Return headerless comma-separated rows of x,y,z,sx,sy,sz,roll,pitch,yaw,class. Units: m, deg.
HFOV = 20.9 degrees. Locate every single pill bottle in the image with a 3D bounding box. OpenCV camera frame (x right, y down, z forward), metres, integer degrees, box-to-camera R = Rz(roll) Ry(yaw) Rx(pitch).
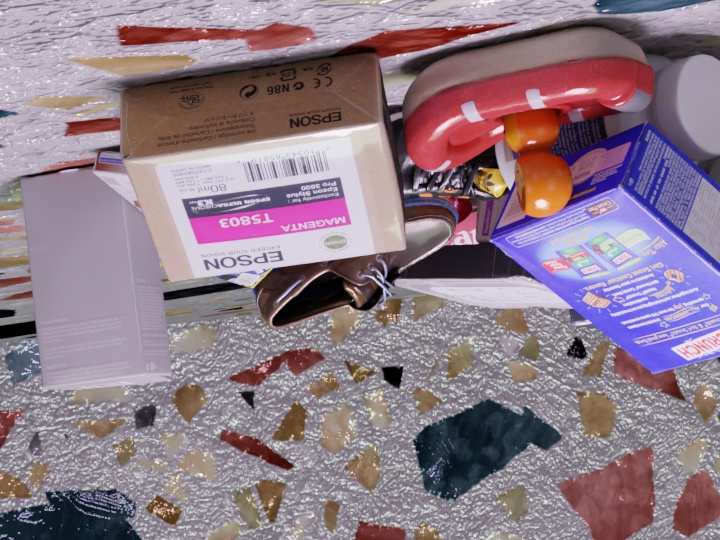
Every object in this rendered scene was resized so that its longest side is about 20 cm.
0.216,-0.116,1.625,0.110,0.112,0.199,-3,173,-40,pill bottle

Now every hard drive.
0.130,0.006,1.827,0.139,0.038,0.199,15,170,-40,hard drive

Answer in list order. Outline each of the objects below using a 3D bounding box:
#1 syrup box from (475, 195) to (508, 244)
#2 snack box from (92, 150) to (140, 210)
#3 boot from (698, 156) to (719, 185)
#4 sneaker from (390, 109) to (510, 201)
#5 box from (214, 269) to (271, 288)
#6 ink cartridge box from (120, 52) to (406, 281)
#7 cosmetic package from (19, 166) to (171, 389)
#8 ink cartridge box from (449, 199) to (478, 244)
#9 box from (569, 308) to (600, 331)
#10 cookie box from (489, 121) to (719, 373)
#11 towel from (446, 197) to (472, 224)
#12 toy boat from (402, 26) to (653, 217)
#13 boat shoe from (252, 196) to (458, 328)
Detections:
0.211,-0.050,1.776,0.199,0.082,0.079,4,168,30,syrup box
-0.169,-0.062,1.787,0.071,0.025,0.200,6,164,21,snack box
0.346,-0.097,1.629,0.073,0.096,0.200,26,113,-42,boot
0.084,-0.095,1.707,0.199,0.070,0.090,-10,-146,-30,sneaker
-0.076,-0.062,1.665,0.064,0.071,0.200,17,148,-22,box
-0.071,-0.076,1.499,0.198,0.076,0.165,-9,144,5,ink cartridge box
-0.245,0.007,1.816,0.106,0.202,0.090,-6,173,14,cosmetic package
0.122,-0.047,2.075,0.198,0.085,0.176,-8,-164,4,ink cartridge box
0.258,-0.048,1.930,0.106,0.202,0.148,-9,175,16,box
0.235,-0.013,1.584,0.200,0.076,0.171,39,149,-20,cookie box
-0.011,-0.054,1.798,0.199,0.023,0.144,13,154,-41,towel
0.131,-0.106,1.513,0.199,0.132,0.130,-10,174,25,toy boat
0.000,0.000,1.744,0.199,0.073,0.072,-25,136,12,boat shoe
